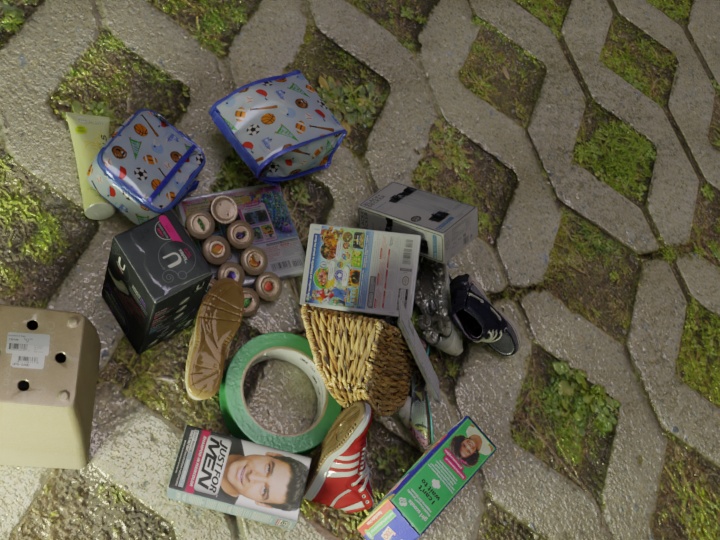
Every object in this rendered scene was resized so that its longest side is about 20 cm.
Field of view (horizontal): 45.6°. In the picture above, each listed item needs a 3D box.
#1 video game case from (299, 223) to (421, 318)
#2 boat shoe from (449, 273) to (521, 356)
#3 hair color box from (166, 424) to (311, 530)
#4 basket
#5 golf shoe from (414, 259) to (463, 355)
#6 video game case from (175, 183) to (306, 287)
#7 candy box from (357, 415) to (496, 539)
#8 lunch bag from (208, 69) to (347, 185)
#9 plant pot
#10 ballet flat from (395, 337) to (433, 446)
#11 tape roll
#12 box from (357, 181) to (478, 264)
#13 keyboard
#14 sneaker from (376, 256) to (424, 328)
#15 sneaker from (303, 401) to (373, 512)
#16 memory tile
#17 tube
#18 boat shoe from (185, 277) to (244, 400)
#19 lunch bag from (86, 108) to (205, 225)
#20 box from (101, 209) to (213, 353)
[{"bbox_3d":[0.000,0.000,1.485,0.196,0.018,0.146,7,82,8],"label":"video game case"},{"bbox_3d":[0.221,0.106,1.527,0.200,0.074,0.093,46,32,-24],"label":"boat shoe"},{"bbox_3d":[-0.181,0.311,1.285,0.196,0.061,0.100,16,59,-6],"label":"hair color box"},{"bbox_3d":[-0.011,0.152,1.379,0.146,0.200,0.145,9,80,23],"label":"basket"},{"bbox_3d":[0.145,0.069,1.566,0.097,0.077,0.202,45,32,-39],"label":"golf shoe"},{"bbox_3d":[-0.206,-0.058,1.502,0.197,0.024,0.185,-13,70,-27],"label":"video game case"},{"bbox_3d":[0.101,0.341,1.336,0.077,0.170,0.200,44,56,8],"label":"candy box"},{"bbox_3d":[-0.157,-0.253,1.558,0.198,0.124,0.171,-24,66,-40],"label":"lunch bag"},{"bbox_3d":[-0.465,0.150,1.192,0.196,0.177,0.203,8,62,-19],"label":"plant pot"},{"bbox_3d":[0.086,0.206,1.468,0.070,0.070,0.203,4,57,-6],"label":"ballet flat"},{"bbox_3d":[-0.127,0.202,1.386,0.197,0.048,0.204,10,61,-17],"label":"tape roll"},{"bbox_3d":[0.103,-0.091,1.557,0.198,0.061,0.116,22,42,36],"label":"box"},{"bbox_3d":[0.098,0.135,1.411,0.010,0.202,0.057,-13,37,18],"label":"keyboard"},{"bbox_3d":[0.052,0.026,1.541,0.089,0.067,0.202,15,62,15],"label":"sneaker"},{"bbox_3d":[-0.005,0.292,1.316,0.111,0.201,0.072,26,28,-14],"label":"sneaker"},{"bbox_3d":[-0.230,-0.012,1.432,0.152,0.017,0.202,-33,96,-27],"label":"memory tile"},{"bbox_3d":[-0.453,-0.184,1.449,0.051,0.058,0.203,-20,64,11],"label":"tube"},{"bbox_3d":[-0.240,0.110,1.367,0.073,0.069,0.203,23,65,-17],"label":"boat shoe"},{"bbox_3d":[-0.352,-0.174,1.443,0.160,0.075,0.201,39,43,-11],"label":"lunch bag"},{"bbox_3d":[-0.314,0.021,1.308,0.105,0.200,0.123,-29,78,-31],"label":"box"}]
